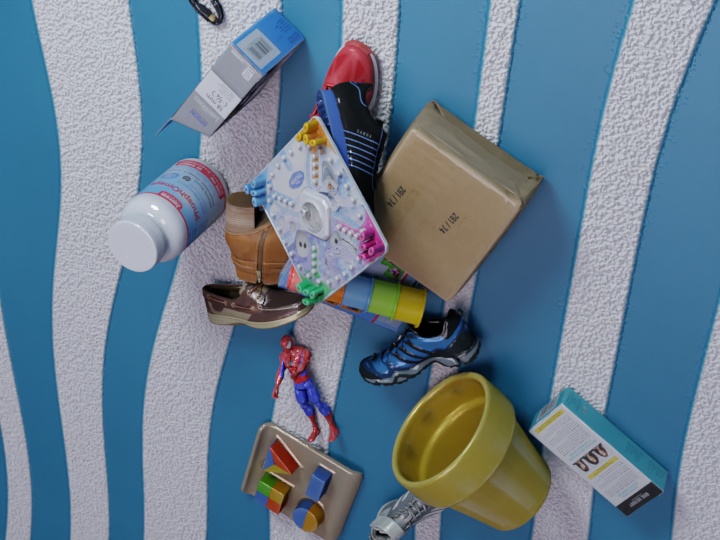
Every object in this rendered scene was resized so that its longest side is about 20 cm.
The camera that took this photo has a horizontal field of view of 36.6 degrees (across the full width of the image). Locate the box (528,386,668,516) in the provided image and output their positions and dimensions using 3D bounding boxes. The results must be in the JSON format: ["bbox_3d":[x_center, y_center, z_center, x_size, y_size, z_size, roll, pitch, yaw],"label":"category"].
[{"bbox_3d":[0.355,0.270,1.621,0.200,0.049,0.082,41,128,-2],"label":"box"}]

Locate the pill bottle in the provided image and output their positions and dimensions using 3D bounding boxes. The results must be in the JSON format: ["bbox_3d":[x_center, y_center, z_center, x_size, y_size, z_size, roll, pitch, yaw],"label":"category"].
[{"bbox_3d":[-0.287,-0.081,1.625,0.108,0.200,0.109,12,123,18],"label":"pill bottle"}]

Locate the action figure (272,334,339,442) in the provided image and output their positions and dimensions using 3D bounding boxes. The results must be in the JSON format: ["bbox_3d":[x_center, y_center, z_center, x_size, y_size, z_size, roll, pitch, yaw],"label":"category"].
[{"bbox_3d":[-0.101,0.205,1.775,0.065,0.099,0.201,-7,112,27],"label":"action figure"}]

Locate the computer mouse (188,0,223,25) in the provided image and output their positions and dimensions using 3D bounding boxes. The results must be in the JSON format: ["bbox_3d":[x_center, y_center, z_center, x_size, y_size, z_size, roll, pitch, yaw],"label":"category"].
[{"bbox_3d":[-0.277,-0.409,1.531,0.199,0.034,0.059,35,126,3],"label":"computer mouse"}]

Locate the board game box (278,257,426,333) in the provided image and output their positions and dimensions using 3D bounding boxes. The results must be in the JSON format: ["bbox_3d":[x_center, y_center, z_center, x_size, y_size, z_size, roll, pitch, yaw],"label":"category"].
[{"bbox_3d":[0.000,0.000,1.596,0.199,0.037,0.152,22,129,-16],"label":"board game box"}]

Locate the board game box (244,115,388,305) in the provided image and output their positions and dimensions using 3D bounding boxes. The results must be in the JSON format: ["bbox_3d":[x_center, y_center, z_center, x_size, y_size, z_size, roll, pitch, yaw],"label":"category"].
[{"bbox_3d":[-0.066,-0.073,1.454,0.200,0.026,0.201,-37,78,51],"label":"board game box"}]

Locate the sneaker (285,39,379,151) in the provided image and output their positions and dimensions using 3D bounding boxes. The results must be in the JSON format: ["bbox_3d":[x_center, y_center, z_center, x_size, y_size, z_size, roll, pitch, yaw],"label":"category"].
[{"bbox_3d":[-0.038,-0.207,1.484,0.078,0.116,0.201,23,126,11],"label":"sneaker"}]

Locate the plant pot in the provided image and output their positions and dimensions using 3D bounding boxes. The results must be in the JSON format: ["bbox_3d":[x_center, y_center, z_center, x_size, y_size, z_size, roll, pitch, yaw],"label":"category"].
[{"bbox_3d":[0.180,0.287,1.637,0.189,0.201,0.200,40,129,-21],"label":"plant pot"}]

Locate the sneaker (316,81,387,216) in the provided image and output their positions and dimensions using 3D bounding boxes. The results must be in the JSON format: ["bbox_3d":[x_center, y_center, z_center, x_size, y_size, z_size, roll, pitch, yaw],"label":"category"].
[{"bbox_3d":[0.002,-0.150,1.438,0.077,0.070,0.201,-15,100,-13],"label":"sneaker"}]

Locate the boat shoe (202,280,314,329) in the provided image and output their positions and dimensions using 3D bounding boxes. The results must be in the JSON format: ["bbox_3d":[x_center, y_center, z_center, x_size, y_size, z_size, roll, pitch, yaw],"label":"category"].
[{"bbox_3d":[-0.167,0.044,1.726,0.199,0.072,0.072,0,120,33],"label":"boat shoe"}]

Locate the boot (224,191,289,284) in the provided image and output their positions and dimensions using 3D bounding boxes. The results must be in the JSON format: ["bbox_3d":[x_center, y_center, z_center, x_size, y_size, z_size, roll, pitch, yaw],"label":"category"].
[{"bbox_3d":[-0.109,-0.039,1.656,0.199,0.074,0.155,11,132,14],"label":"boot"}]

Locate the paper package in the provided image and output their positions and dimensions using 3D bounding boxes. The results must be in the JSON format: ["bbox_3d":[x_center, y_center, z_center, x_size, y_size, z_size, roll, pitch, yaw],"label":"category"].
[{"bbox_3d":[0.112,-0.094,1.488,0.190,0.104,0.200,36,128,4],"label":"paper package"}]

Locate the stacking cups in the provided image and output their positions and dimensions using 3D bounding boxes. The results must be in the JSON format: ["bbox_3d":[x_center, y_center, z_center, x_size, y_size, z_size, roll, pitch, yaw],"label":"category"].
[{"bbox_3d":[-0.007,0.034,1.566,0.199,0.061,0.061,12,125,-4],"label":"stacking cups"}]

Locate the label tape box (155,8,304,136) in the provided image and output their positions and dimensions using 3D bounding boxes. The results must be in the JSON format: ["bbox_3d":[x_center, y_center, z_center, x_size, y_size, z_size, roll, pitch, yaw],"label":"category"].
[{"bbox_3d":[-0.180,-0.254,1.507,0.063,0.144,0.200,44,128,-7],"label":"label tape box"}]

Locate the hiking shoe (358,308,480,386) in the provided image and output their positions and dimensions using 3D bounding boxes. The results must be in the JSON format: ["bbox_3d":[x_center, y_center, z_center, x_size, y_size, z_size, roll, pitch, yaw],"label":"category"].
[{"bbox_3d":[0.080,0.110,1.643,0.199,0.075,0.087,-19,117,22],"label":"hiking shoe"}]

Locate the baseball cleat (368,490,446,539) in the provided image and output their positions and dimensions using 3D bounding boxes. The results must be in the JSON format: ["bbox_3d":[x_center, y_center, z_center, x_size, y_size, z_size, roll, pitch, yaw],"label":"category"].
[{"bbox_3d":[0.091,0.396,1.787,0.070,0.106,0.200,46,125,1],"label":"baseball cleat"}]

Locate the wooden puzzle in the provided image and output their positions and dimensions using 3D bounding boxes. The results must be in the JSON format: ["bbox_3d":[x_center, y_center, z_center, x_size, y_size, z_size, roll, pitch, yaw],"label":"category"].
[{"bbox_3d":[-0.111,0.380,1.912,0.199,0.046,0.186,26,126,10],"label":"wooden puzzle"}]
